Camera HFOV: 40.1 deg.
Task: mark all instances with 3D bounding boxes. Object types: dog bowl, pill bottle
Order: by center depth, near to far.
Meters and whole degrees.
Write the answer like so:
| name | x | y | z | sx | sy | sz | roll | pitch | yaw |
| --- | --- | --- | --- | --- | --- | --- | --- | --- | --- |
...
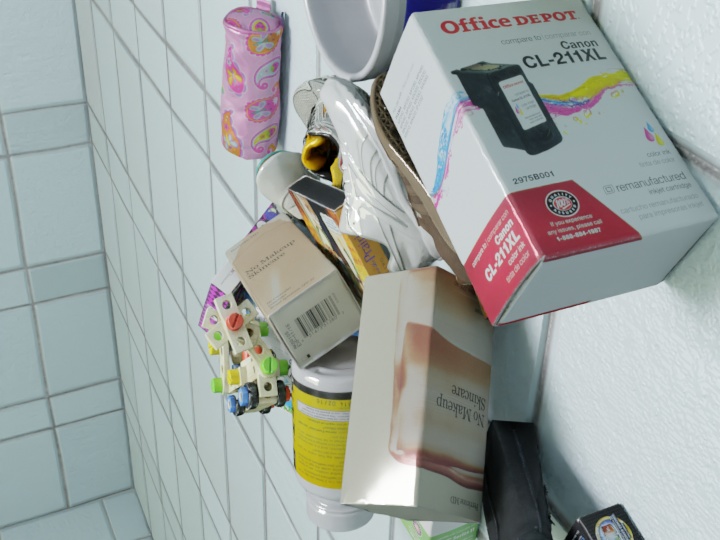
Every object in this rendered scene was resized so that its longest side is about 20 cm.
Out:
| name | x | y | z | sx | sy | sz | roll | pitch | yaw |
| --- | --- | --- | --- | --- | --- | --- | --- | --- | --- |
| dog bowl | 0.012 | -0.281 | 0.910 | 0.199 | 0.077 | 0.205 | 167 | 90 | -69 |
| pill bottle | -0.022 | 0.185 | 1.110 | 0.111 | 0.109 | 0.204 | -142 | 47 | -57 |

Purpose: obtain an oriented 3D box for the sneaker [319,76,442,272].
| name | x | y | z | sx | sy | sz | roll | pitch | yaw |
| --- | --- | --- | --- | --- | --- | --- | --- | --- | --- |
| sneaker | 0.009 | -0.080 | 0.911 | 0.202 | 0.098 | 0.078 | 57 | -163 | -4 |

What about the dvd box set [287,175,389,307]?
| name | x | y | z | sx | sy | sz | roll | pitch | yaw |
| --- | --- | --- | --- | --- | --- | --- | --- | --- | --- |
| dvd box set | 0.000 | 0.000 | 1.052 | 0.202 | 0.029 | 0.146 | 62 | 167 | -24 |

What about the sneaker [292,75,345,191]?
| name | x | y | z | sx | sy | sz | roll | pitch | yaw |
| --- | --- | --- | --- | --- | --- | --- | --- | --- | --- |
| sneaker | -0.034 | -0.153 | 1.087 | 0.201 | 0.081 | 0.079 | -126 | 32 | -46 |

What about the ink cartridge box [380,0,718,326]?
| name | x | y | z | sx | sy | sz | roll | pitch | yaw |
| --- | --- | --- | --- | --- | --- | --- | --- | --- | --- |
| ink cartridge box | 0.119 | -0.081 | 0.665 | 0.203 | 0.143 | 0.083 | 66 | 154 | 26 |

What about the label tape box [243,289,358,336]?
| name | x | y | z | sx | sy | sz | roll | pitch | yaw |
| --- | --- | --- | --- | --- | --- | --- | --- | --- | --- |
| label tape box | -0.053 | 0.101 | 1.263 | 0.197 | 0.063 | 0.147 | 12 | 116 | 34 |

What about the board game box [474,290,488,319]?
| name | x | y | z | sx | sy | sz | roll | pitch | yaw |
| --- | --- | --- | --- | --- | --- | --- | --- | --- | --- |
| board game box | 0.111 | -0.077 | 0.834 | 0.136 | 0.034 | 0.204 | 131 | 124 | -63 |

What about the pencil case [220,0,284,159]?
| name | x | y | z | sx | sy | sz | roll | pitch | yaw |
| --- | --- | --- | --- | --- | --- | --- | --- | --- | --- |
| pencil case | -0.144 | -0.250 | 1.310 | 0.088 | 0.086 | 0.203 | -126 | 32 | -44 |

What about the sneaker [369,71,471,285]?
| name | x | y | z | sx | sy | sz | roll | pitch | yaw |
| --- | --- | --- | --- | --- | --- | --- | --- | --- | --- |
| sneaker | 0.055 | -0.077 | 0.835 | 0.076 | 0.069 | 0.203 | 103 | 149 | -57 |

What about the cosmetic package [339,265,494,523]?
| name | x | y | z | sx | sy | sz | roll | pitch | yaw |
| --- | --- | --- | --- | --- | --- | --- | --- | --- | --- |
| cosmetic package | 0.054 | 0.111 | 0.864 | 0.086 | 0.103 | 0.205 | -8 | 68 | 39 |

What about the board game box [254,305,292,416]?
| name | x | y | z | sx | sy | sz | roll | pitch | yaw |
| --- | --- | --- | --- | --- | --- | --- | --- | --- | --- |
| board game box | -0.050 | 0.132 | 1.207 | 0.197 | 0.034 | 0.129 | 24 | 122 | 29 |

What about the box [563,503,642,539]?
| name | x | y | z | sx | sy | sz | roll | pitch | yaw |
| --- | --- | --- | --- | --- | --- | --- | --- | --- | --- |
| box | 0.203 | 0.312 | 0.801 | 0.202 | 0.043 | 0.162 | 103 | 148 | -47 |

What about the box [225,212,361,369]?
| name | x | y | z | sx | sy | sz | roll | pitch | yaw |
| --- | --- | --- | --- | --- | --- | --- | --- | --- | --- |
| box | -0.077 | 0.017 | 1.111 | 0.079 | 0.094 | 0.200 | 60 | 172 | -29 |

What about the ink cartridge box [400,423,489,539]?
| name | x | y | z | sx | sy | sz | roll | pitch | yaw |
| --- | --- | --- | --- | --- | --- | --- | --- | --- | --- |
| ink cartridge box | 0.076 | 0.179 | 1.010 | 0.117 | 0.066 | 0.203 | 52 | 147 | 45 |

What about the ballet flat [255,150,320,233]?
| name | x | y | z | sx | sy | sz | roll | pitch | yaw |
| --- | --- | --- | --- | --- | --- | --- | --- | --- | --- |
| ballet flat | -0.062 | -0.082 | 1.153 | 0.200 | 0.068 | 0.071 | 47 | -158 | -72 |

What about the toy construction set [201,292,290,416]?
| name | x | y | z | sx | sy | sz | roll | pitch | yaw |
| --- | --- | --- | --- | --- | --- | --- | --- | --- | --- |
| toy construction set | -0.130 | 0.095 | 1.123 | 0.200 | 0.090 | 0.134 | 114 | 150 | -75 |

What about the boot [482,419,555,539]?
| name | x | y | z | sx | sy | sz | roll | pitch | yaw |
| --- | --- | --- | --- | --- | --- | --- | --- | --- | --- |
| boot | 0.122 | 0.249 | 0.833 | 0.201 | 0.064 | 0.167 | -98 | 24 | -61 |

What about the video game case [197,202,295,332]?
| name | x | y | z | sx | sy | sz | roll | pitch | yaw |
| --- | --- | --- | --- | --- | --- | --- | --- | --- | --- |
| video game case | -0.143 | -0.013 | 1.310 | 0.036 | 0.183 | 0.200 | 35 | 158 | -1 |
